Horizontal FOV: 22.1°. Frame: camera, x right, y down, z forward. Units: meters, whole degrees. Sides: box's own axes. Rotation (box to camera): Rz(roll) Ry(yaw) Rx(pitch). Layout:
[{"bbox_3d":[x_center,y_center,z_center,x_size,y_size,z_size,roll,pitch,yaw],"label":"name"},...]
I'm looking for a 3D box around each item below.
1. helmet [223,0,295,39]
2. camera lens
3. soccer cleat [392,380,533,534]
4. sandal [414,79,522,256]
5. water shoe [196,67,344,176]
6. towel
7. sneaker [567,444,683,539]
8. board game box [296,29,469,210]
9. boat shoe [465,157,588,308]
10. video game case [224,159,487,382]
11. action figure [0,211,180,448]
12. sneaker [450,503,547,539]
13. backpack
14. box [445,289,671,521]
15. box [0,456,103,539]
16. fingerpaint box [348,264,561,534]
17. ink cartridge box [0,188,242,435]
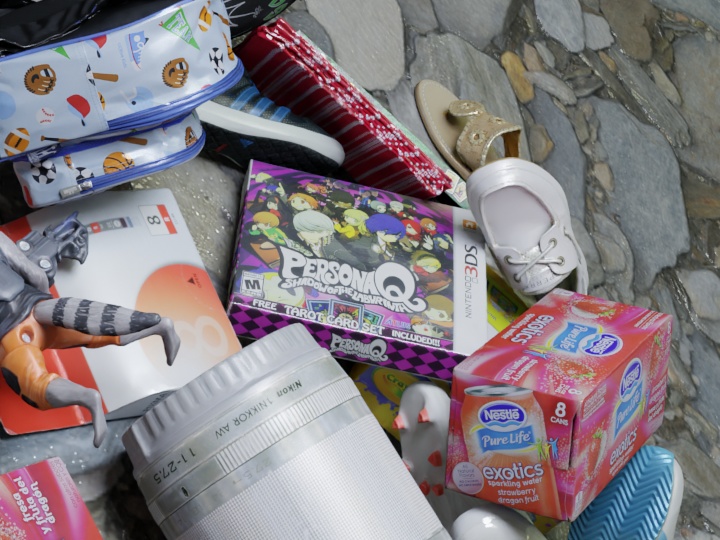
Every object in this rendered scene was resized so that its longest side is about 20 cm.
[{"bbox_3d":[-0.140,-0.276,1.458,0.190,0.200,0.201,-19,73,-29],"label":"helmet"},{"bbox_3d":[-0.046,0.157,1.216,0.160,0.160,0.201,-24,79,-52],"label":"camera lens"},{"bbox_3d":[0.085,0.175,1.399,0.077,0.069,0.201,-19,88,-34],"label":"soccer cleat"},{"bbox_3d":[0.127,-0.102,1.684,0.077,0.070,0.213,-4,63,-47],"label":"sandal"},{"bbox_3d":[-0.092,-0.131,1.469,0.199,0.071,0.080,17,62,-37],"label":"water shoe"},{"bbox_3d":[-0.024,-0.122,1.507,0.200,0.144,0.023,42,74,-12],"label":"towel"},{"bbox_3d":[0.205,0.231,1.425,0.076,0.202,0.080,22,10,39],"label":"sneaker"},{"bbox_3d":[0.003,-0.115,1.543,0.200,0.105,0.024,42,76,-10],"label":"board game box"},{"bbox_3d":[0.142,-0.013,1.459,0.200,0.070,0.070,50,24,-49],"label":"boat shoe"},{"bbox_3d":[0.000,0.000,1.419,0.198,0.036,0.182,13,38,-7],"label":"video game case"},{"bbox_3d":[-0.209,0.011,1.185,0.192,0.105,0.200,26,46,8],"label":"action figure"},{"bbox_3d":[0.128,0.256,1.321,0.201,0.072,0.085,62,0,-26],"label":"sneaker"},{"bbox_3d":[-0.176,-0.137,1.278,0.200,0.189,0.155,-98,167,-66],"label":"backpack"},{"bbox_3d":[0.147,0.093,1.344,0.099,0.096,0.200,13,22,25],"label":"box"},{"bbox_3d":[-0.187,0.224,1.068,0.095,0.100,0.201,-16,72,-50],"label":"box"},{"bbox_3d":[0.100,0.094,1.491,0.200,0.073,0.167,40,38,-10],"label":"fingerpaint box"},{"bbox_3d":[-0.184,0.022,1.280,0.199,0.050,0.163,-4,62,-51],"label":"ink cartridge box"}]
